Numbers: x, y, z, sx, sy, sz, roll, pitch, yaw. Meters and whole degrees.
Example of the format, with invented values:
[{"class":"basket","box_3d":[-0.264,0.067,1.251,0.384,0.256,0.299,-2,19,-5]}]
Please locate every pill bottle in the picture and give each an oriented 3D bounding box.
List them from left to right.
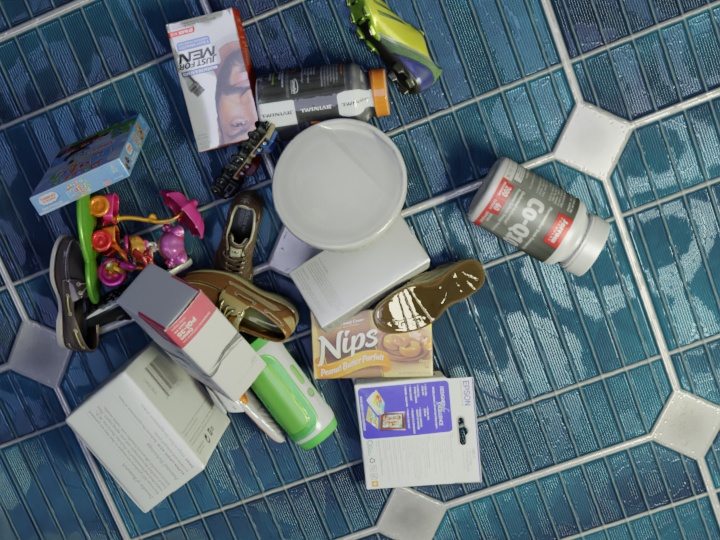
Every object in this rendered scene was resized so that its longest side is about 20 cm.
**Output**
[{"class":"pill bottle","box_3d":[-0.055,-0.262,1.394,0.198,0.106,0.107,-7,101,6]},{"class":"pill bottle","box_3d":[0.276,-0.081,1.403,0.199,0.114,0.114,29,102,-2]}]

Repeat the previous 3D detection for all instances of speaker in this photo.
[{"class":"speaker","box_3d":[-0.125,0.197,1.505,0.088,0.088,0.201,-34,97,10]}]

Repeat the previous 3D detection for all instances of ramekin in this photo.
[{"class":"ramekin","box_3d":[-0.027,-0.119,1.362,0.201,0.094,0.204,-1,77,7]}]

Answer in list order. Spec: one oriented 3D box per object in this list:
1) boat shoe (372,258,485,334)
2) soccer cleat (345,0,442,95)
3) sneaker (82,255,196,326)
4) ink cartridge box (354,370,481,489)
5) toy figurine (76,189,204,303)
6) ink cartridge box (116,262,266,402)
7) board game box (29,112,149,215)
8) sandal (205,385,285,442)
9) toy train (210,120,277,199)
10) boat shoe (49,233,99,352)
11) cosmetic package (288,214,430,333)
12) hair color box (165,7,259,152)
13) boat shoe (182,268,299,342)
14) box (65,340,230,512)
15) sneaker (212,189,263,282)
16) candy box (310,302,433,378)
[{"class":"boat shoe","box_3d":[0.102,0.040,1.432,0.199,0.065,0.073,-29,103,-17]},{"class":"soccer cleat","box_3d":[0.051,-0.366,1.399,0.084,0.065,0.201,-35,93,-20]},{"class":"sneaker","box_3d":[-0.350,0.059,1.478,0.199,0.076,0.088,-27,107,-10]},{"class":"ink cartridge box","box_3d":[0.097,0.267,1.516,0.198,0.043,0.200,-4,108,6]},{"class":"toy figurine","box_3d":[-0.341,-0.055,1.440,0.183,0.150,0.202,-5,80,-4]},{"class":"ink cartridge box","box_3d":[-0.254,0.096,1.378,0.083,0.146,0.200,-51,135,-18]},{"class":"board game box","box_3d":[-0.411,-0.167,1.391,0.150,0.200,0.037,-23,119,8]},{"class":"sandal","box_3d":[-0.210,0.223,1.518,0.059,0.079,0.207,-39,98,8]},{"class":"toy train","box_3d":[-0.179,-0.168,1.408,0.046,0.034,0.200,31,141,-14]},{"class":"boat shoe","box_3d":[-0.468,0.040,1.497,0.059,0.072,0.202,9,107,22]},{"class":"cosmetic package","box_3d":[0.000,0.000,1.425,0.199,0.085,0.108,-31,80,-3]},{"class":"hair color box","box_3d":[-0.223,-0.298,1.422,0.110,0.064,0.201,-13,101,6]},{"class":"boat shoe","box_3d":[-0.195,0.059,1.446,0.199,0.074,0.076,18,125,-4]},{"class":"box","box_3d":[-0.337,0.243,1.470,0.130,0.199,0.200,-37,97,11]},{"class":"sneaker","box_3d":[-0.206,-0.030,1.467,0.070,0.076,0.202,12,103,2]},{"class":"candy box","box_3d":[0.019,0.114,1.491,0.198,0.055,0.116,-1,101,5]}]
